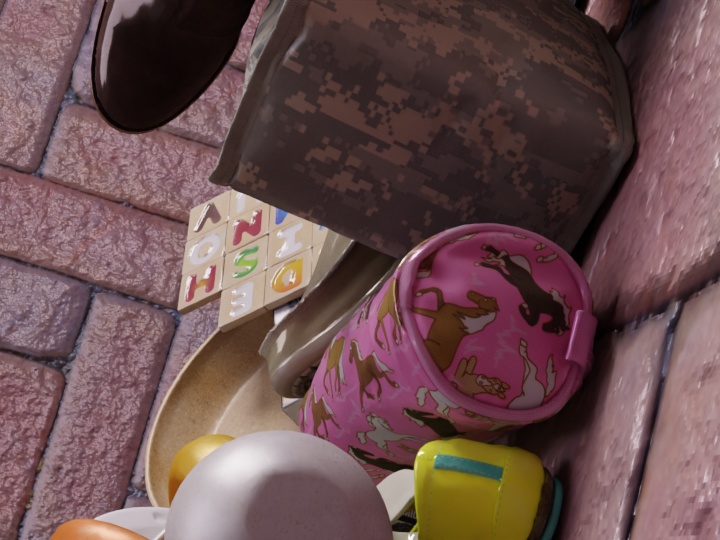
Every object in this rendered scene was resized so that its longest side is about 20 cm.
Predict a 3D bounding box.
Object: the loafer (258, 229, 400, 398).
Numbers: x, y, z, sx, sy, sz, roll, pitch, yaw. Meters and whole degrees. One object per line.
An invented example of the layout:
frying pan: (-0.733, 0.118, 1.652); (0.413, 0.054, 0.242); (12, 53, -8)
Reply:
loafer: (0.008, -0.017, 0.779); (0.200, 0.068, 0.076); (-48, -12, -26)

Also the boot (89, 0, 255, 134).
boot: (-0.071, -0.151, 0.684); (0.201, 0.072, 0.166); (-59, 9, 4)

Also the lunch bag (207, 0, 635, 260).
lunch bag: (0.031, -0.095, 0.707); (0.200, 0.163, 0.118); (-79, 14, -56)

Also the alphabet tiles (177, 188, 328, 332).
alphabet tiles: (-0.028, -0.046, 0.919); (0.199, 0.008, 0.168); (-25, 37, 20)

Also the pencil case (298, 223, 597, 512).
pencil case: (0.032, 0.048, 0.643); (0.200, 0.086, 0.083); (122, 128, -66)

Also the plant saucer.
plant saucer: (-0.038, 0.083, 0.884); (0.199, 0.035, 0.201); (-24, 38, 20)

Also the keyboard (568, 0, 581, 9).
keyboard: (0.086, -0.109, 0.863); (0.104, 0.039, 0.201); (-135, 64, -83)

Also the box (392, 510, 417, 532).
box: (-0.018, 0.209, 0.740); (0.050, 0.075, 0.201); (126, 162, -71)

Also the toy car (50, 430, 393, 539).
toy car: (-0.048, 0.168, 0.549); (0.149, 0.201, 0.175); (-25, -16, -25)

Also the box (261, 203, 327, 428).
box: (0.000, 0.000, 0.879); (0.110, 0.035, 0.201); (-29, 36, 15)

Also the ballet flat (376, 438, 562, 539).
ballet flat: (0.022, 0.127, 0.629); (0.200, 0.067, 0.067); (114, 172, -52)

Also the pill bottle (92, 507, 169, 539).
pill bottle: (-0.124, 0.239, 0.807); (0.112, 0.111, 0.201); (-84, 9, -63)
